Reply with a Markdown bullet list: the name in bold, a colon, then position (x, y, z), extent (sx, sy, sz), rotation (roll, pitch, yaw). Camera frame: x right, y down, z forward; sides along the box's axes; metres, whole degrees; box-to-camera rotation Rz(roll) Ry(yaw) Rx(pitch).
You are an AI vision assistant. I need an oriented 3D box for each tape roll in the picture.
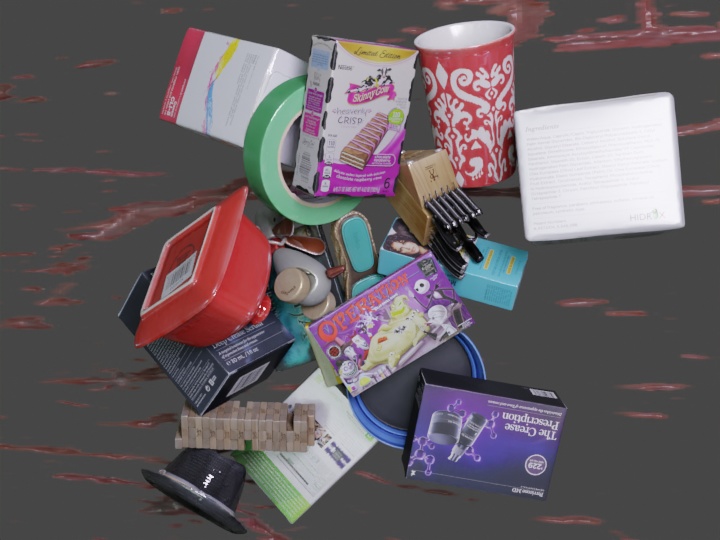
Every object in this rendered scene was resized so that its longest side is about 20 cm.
- **tape roll**: position (-0.061, -0.163, 1.276), extent (0.048, 0.200, 0.201), rotation (27, 97, 48)

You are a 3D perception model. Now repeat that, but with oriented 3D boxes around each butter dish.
- **butter dish**: position (-0.184, 0.023, 1.249), extent (0.148, 0.200, 0.200), rotation (35, 136, -28)

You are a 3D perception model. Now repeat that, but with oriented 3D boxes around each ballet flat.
- **ballet flat**: position (0.000, 0.000, 1.378), extent (0.070, 0.065, 0.200), rotation (-16, 113, -15)

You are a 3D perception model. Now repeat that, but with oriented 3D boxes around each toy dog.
- **toy dog**: position (-0.085, -0.027, 1.339), extent (0.096, 0.132, 0.200), rotation (-35, 77, 12)

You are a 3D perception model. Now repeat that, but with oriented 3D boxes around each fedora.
- **fedora**: position (-0.228, 0.312, 1.393), extent (0.200, 0.201, 0.092), rotation (27, 70, 12)

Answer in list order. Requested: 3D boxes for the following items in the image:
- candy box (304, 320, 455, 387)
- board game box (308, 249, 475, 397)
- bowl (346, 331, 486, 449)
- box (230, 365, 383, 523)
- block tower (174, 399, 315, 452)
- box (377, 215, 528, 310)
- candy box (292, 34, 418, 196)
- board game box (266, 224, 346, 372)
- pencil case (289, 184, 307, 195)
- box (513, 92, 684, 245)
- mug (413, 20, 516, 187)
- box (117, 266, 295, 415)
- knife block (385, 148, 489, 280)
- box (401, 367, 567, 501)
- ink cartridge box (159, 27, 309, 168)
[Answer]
- **candy box**: position (0.029, 0.093, 1.364), extent (0.200, 0.026, 0.102), rotation (-18, 109, 2)
- **board game box**: position (0.043, 0.074, 1.294), extent (0.200, 0.032, 0.120), rotation (-32, 94, 5)
- **bowl**: position (0.079, 0.159, 1.348), extent (0.200, 0.039, 0.201), rotation (-1, 103, -2)
- **box**: position (-0.080, 0.263, 1.418), extent (0.200, 0.036, 0.144), rotation (-44, 81, 8)
- **block tower**: position (-0.166, 0.225, 1.359), extent (0.200, 0.054, 0.058), rotation (1, 112, -2)
- **box**: position (0.132, -0.012, 1.336), extent (0.200, 0.082, 0.049), rotation (16, 134, 11)
- **candy box**: position (-0.007, -0.199, 1.232), extent (0.061, 0.136, 0.200), rotation (27, 114, 49)
- **board game box**: position (-0.094, 0.040, 1.424), extent (0.135, 0.028, 0.200), rotation (-20, 86, 13)
- **pencil case**: position (-0.037, -0.176, 1.379), extent (0.087, 0.087, 0.200), rotation (24, 94, 12)
- **box**: position (0.311, -0.126, 1.240), extent (0.200, 0.199, 0.171), rotation (-4, 89, 13)
- **mug**: position (0.171, -0.233, 1.291), extent (0.177, 0.133, 0.200), rotation (-22, 119, -23)
- **box**: position (-0.224, 0.084, 1.372), extent (0.200, 0.148, 0.107), rotation (46, 127, 13)
- **knife block**: position (0.099, -0.079, 1.317), extent (0.064, 0.200, 0.176), rotation (-24, 104, -19)
- **box**: position (0.170, 0.228, 1.305), extent (0.200, 0.079, 0.141), rotation (10, 102, -3)
- **ink cartridge box**: position (-0.157, -0.244, 1.342), extent (0.200, 0.145, 0.145), rotation (23, 95, 40)
